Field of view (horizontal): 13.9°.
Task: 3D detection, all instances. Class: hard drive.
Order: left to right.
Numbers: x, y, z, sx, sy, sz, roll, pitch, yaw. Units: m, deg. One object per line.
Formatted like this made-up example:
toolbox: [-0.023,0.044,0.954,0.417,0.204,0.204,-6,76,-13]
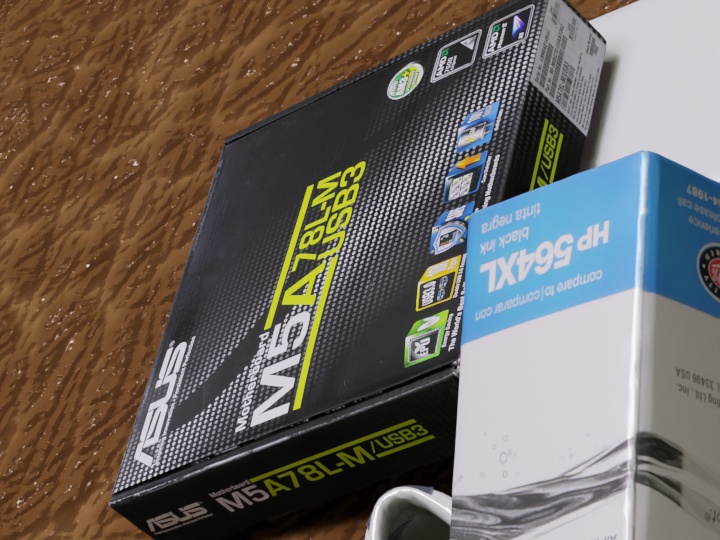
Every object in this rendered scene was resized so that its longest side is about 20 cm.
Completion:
hard drive: [0.160,-0.076,1.155,0.199,0.026,0.132,-21,40,25]

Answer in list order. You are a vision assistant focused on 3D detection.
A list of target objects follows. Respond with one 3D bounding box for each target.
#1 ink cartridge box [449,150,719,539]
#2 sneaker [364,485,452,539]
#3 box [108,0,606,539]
ink cartridge box: [0.102,0.086,0.884,0.084,0.146,0.201,-17,59,45]
sneaker: [0.039,0.150,0.990,0.073,0.071,0.200,-37,36,6]
box: [0.000,0.000,1.182,0.193,0.047,0.201,-20,41,38]
